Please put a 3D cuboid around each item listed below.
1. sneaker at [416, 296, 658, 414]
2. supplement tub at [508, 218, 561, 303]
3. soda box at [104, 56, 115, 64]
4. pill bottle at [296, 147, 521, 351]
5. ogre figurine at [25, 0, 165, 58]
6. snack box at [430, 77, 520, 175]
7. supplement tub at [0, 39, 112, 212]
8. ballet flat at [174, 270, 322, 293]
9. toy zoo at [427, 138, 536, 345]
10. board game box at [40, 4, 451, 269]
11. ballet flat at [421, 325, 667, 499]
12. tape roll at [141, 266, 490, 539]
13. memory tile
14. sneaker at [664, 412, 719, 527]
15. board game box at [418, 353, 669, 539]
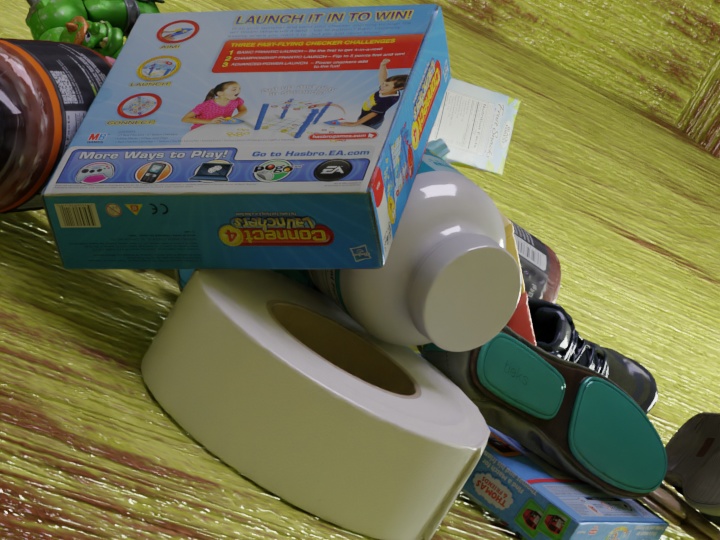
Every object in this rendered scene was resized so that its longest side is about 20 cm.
[{"bbox_3d":[0.140,0.065,1.872,0.199,0.074,0.081,19,-25,-25],"label":"sneaker"},{"bbox_3d":[0.049,-0.018,1.925,0.200,0.107,0.107,32,10,-27],"label":"supplement tub"},{"bbox_3d":[-0.118,-0.083,1.815,0.200,0.063,0.070,19,60,-35],"label":"soda box"},{"bbox_3d":[0.015,-0.026,1.561,0.111,0.111,0.200,21,13,-41],"label":"pill bottle"},{"bbox_3d":[-0.187,-0.137,1.895,0.120,0.201,0.098,13,-25,-29],"label":"ogre figurine"},{"bbox_3d":[-0.004,-0.132,1.946,0.168,0.068,0.200,16,4,41],"label":"snack box"},{"bbox_3d":[-0.218,-0.088,1.553,0.107,0.107,0.200,34,12,12],"label":"supplement tub"},{"bbox_3d":[-0.023,0.024,1.664,0.199,0.072,0.072,4,11,5],"label":"ballet flat"},{"bbox_3d":[0.064,-0.006,1.696,0.131,0.020,0.200,40,-26,42],"label":"toy zoo"},{"bbox_3d":[-0.063,-0.081,1.516,0.199,0.056,0.196,0,37,17],"label":"board game box"},{"bbox_3d":[0.116,0.086,1.625,0.200,0.068,0.064,34,-22,-36],"label":"ballet flat"},{"bbox_3d":[-0.025,0.074,1.492,0.202,0.071,0.202,30,11,-6],"label":"tape roll"},{"bbox_3d":[0.180,0.135,1.778,0.153,0.017,0.200,36,1,-19],"label":"memory tile"},{"bbox_3d":[0.274,0.151,1.727,0.106,0.075,0.200,37,1,-6],"label":"sneaker"},{"bbox_3d":[0.091,0.120,1.673,0.200,0.037,0.151,38,13,26],"label":"board game box"}]
